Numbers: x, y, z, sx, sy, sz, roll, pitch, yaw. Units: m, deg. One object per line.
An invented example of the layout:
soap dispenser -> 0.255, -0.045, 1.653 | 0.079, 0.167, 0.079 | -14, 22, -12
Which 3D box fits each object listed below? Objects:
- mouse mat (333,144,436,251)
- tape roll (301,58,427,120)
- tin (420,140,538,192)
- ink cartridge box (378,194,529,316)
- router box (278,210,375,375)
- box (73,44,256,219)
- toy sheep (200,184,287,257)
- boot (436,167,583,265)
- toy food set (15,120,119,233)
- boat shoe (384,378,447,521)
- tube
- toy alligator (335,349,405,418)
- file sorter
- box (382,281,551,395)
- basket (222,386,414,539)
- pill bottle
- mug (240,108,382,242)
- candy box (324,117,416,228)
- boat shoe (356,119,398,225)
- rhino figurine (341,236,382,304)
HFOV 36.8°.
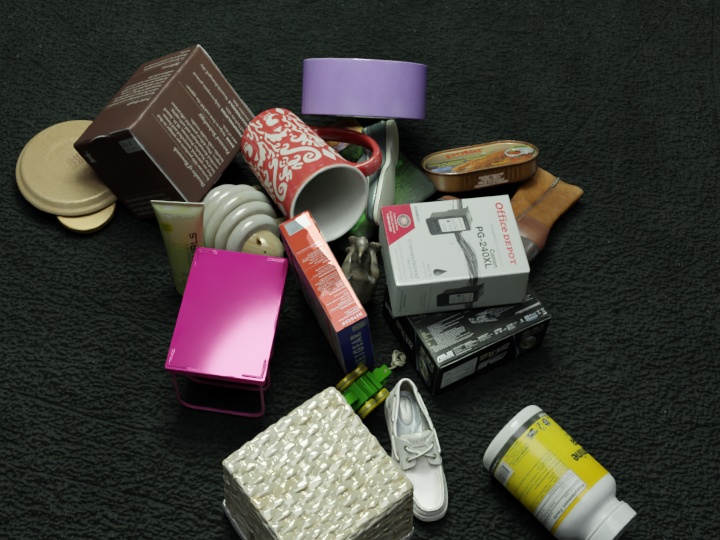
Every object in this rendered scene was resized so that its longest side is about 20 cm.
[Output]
mouse mat -> 0.003, -0.130, 1.714 | 0.199, 0.008, 0.161 | -35, 66, -21
tape roll -> 0.006, -0.283, 1.698 | 0.196, 0.200, 0.087 | 1, 97, -3
tin -> 0.196, -0.171, 1.773 | 0.196, 0.043, 0.112 | -11, 30, -10
ink cartridge box -> 0.134, -0.023, 1.568 | 0.196, 0.084, 0.147 | -6, 55, -6
router box -> -0.045, 0.039, 1.539 | 0.048, 0.201, 0.181 | -27, 68, -8
box -> -0.300, -0.213, 1.683 | 0.164, 0.165, 0.201 | -4, 44, 45
toy sheep -> -0.187, -0.070, 1.660 | 0.137, 0.139, 0.199 | -35, 51, -23
boot -> 0.240, -0.115, 1.750 | 0.186, 0.069, 0.201 | 26, 55, 21
toy food set -> -0.454, -0.163, 1.746 | 0.198, 0.049, 0.199 | 25, 59, 13
boat shoe -> 0.075, 0.245, 1.500 | 0.070, 0.070, 0.202 | -10, 59, -12
tube -> -0.259, -0.036, 1.584 | 0.058, 0.201, 0.052 | -32, 61, -23
toy alligator -> 0.008, 0.168, 1.540 | 0.059, 0.054, 0.200 | 47, 29, 7
file sorter -> -0.184, 0.092, 1.550 | 0.136, 0.126, 0.203 | 7, 56, 3
box -> 0.156, 0.065, 1.612 | 0.197, 0.087, 0.165 | -23, 60, -18
basket -> -0.053, 0.297, 1.406 | 0.198, 0.162, 0.199 | -31, 63, -23
pill bottle -> 0.270, 0.288, 1.459 | 0.112, 0.113, 0.200 | -36, 66, -24
mug -> -0.076, -0.153, 1.650 | 0.175, 0.135, 0.200 | -8, 38, -33
candy box -> -0.011, -0.153, 1.764 | 0.115, 0.057, 0.201 | -27, 64, -20
boat shoe -> 0.021, -0.151, 1.690 | 0.061, 0.073, 0.203 | -2, 54, 14
rhino figurine -> 0.000, 0.000, 1.565 | 0.059, 0.200, 0.089 | 10, 79, 0
